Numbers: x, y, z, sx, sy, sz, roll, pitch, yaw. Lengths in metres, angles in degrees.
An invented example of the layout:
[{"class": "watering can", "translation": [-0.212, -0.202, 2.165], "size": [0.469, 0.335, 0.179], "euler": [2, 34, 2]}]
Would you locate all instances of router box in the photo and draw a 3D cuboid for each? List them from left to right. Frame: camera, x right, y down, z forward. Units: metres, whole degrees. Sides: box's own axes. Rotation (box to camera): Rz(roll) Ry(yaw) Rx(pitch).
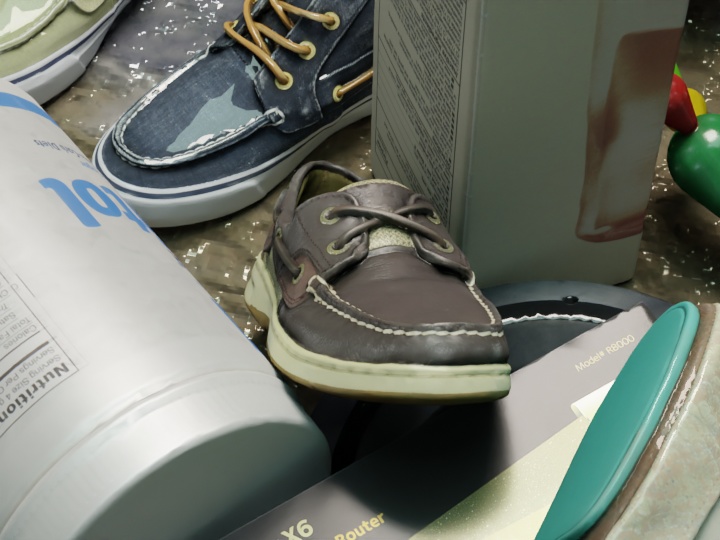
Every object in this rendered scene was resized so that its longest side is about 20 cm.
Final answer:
[{"class": "router box", "translation": [0.053, 0.123, 0.615], "size": [0.200, 0.052, 0.157], "euler": [-29, 60, -12]}]

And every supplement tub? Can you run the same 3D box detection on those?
[{"class": "supplement tub", "translation": [-0.118, 0.034, 0.678], "size": [0.132, 0.132, 0.200], "euler": [-31, 59, -23]}]

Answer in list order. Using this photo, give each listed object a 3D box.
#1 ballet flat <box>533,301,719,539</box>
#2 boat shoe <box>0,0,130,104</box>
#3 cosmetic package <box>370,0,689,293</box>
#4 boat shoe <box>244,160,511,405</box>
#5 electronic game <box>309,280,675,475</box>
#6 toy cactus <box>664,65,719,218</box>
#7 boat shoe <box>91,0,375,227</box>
[{"class": "ballet flat", "translation": [0.075, 0.102, 0.569], "size": [0.062, 0.067, 0.200], "euler": [35, 68, -6]}, {"class": "boat shoe", "translation": [-0.133, -0.144, 0.863], "size": [0.072, 0.062, 0.200], "euler": [28, 57, 20]}, {"class": "cosmetic package", "translation": [0.060, -0.082, 0.728], "size": [0.087, 0.200, 0.104], "euler": [-16, 55, -14]}, {"class": "boat shoe", "translation": [0.000, 0.000, 0.671], "size": [0.073, 0.065, 0.200], "euler": [2, 10, -19]}, {"class": "electronic game", "translation": [0.070, 0.090, 0.690], "size": [0.199, 0.042, 0.200], "euler": [-3, 57, 4]}, {"class": "toy cactus", "translation": [0.187, -0.029, 0.755], "size": [0.200, 0.102, 0.165], "euler": [24, 71, -11]}, {"class": "boat shoe", "translation": [-0.030, -0.099, 0.810], "size": [0.200, 0.091, 0.071], "euler": [-31, 58, -23]}]
